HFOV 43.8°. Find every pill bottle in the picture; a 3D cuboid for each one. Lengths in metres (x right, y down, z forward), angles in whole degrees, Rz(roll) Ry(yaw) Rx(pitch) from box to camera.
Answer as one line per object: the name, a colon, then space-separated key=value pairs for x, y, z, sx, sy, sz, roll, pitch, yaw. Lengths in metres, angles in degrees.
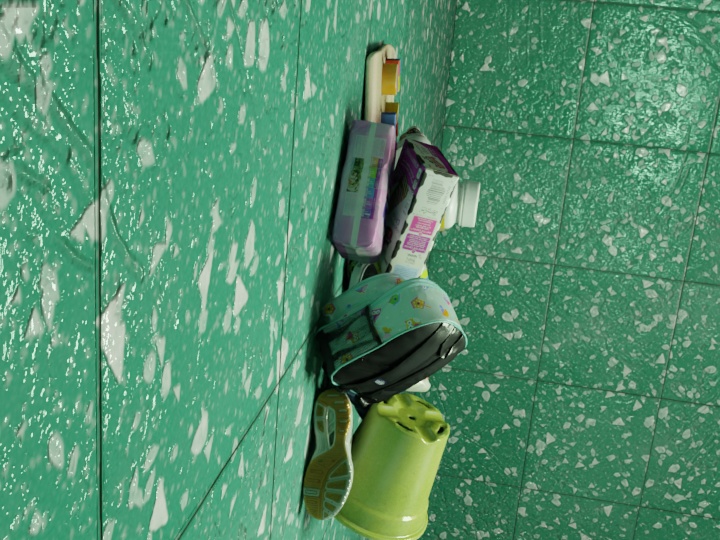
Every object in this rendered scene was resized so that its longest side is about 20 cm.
pill bottle: x=0.145 y=-0.149 z=1.869 sx=0.114 sy=0.199 sz=0.115 roll=7 pitch=90 yaw=-82

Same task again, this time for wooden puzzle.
wooden puzzle: x=0.046 y=-0.294 z=1.562 sx=0.200 sy=0.046 sz=0.186 roll=-60 pitch=153 yaw=-69

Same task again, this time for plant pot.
plant pot: x=0.051 y=0.306 z=1.463 sx=0.200 sy=0.200 sz=0.185 roll=-61 pitch=174 yaw=-69

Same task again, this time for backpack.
backpack: x=0.051 y=0.094 z=1.340 sx=0.176 sy=0.199 sz=0.154 roll=43 pitch=28 yaw=-53

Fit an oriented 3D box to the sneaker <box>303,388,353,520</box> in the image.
sneaker: x=-0.040 y=0.287 z=1.403 sx=0.088 sy=0.075 sz=0.201 roll=46 pitch=52 yaw=-80

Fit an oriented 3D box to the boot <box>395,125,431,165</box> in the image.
boot: x=0.087 y=-0.214 z=1.567 sx=0.200 sy=0.073 sz=0.096 roll=106 pitch=-11 yaw=-70

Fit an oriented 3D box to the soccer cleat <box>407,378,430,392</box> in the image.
soccer cleat: x=0.047 y=0.202 z=1.693 sx=0.069 sy=0.200 sz=0.078 roll=19 pitch=-95 yaw=56

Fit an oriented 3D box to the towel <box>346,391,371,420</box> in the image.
towel: x=0.001 y=0.191 z=1.522 sx=0.200 sy=0.048 sz=0.112 roll=69 pitch=2 yaw=-62

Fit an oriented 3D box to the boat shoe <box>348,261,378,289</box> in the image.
boat shoe: x=0.009 y=0.072 z=1.549 sx=0.069 sy=0.056 sz=0.201 roll=-45 pitch=151 yaw=-44

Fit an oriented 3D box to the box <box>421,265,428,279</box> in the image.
box: x=0.076 y=0.046 z=1.613 sx=0.122 sy=0.048 sz=0.201 roll=-35 pitch=121 yaw=-42

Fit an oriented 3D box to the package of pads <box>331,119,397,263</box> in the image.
package of pads: x=0.008 y=-0.118 z=1.377 sx=0.121 sy=0.075 sz=0.201 roll=79 pitch=20 yaw=-78

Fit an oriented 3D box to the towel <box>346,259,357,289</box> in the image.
towel: x=0.000 y=0.000 z=1.618 sx=0.200 sy=0.023 sz=0.144 roll=89 pitch=12 yaw=-47

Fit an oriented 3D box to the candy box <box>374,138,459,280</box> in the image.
candy box: x=0.078 y=-0.089 z=1.409 sx=0.136 sy=0.061 sz=0.201 roll=-111 pitch=-144 yaw=-61

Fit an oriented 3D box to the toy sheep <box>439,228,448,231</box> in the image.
toy sheep: x=0.133 y=-0.138 z=2.040 sx=0.138 sy=0.137 sz=0.201 roll=39 pitch=49 yaw=-81
